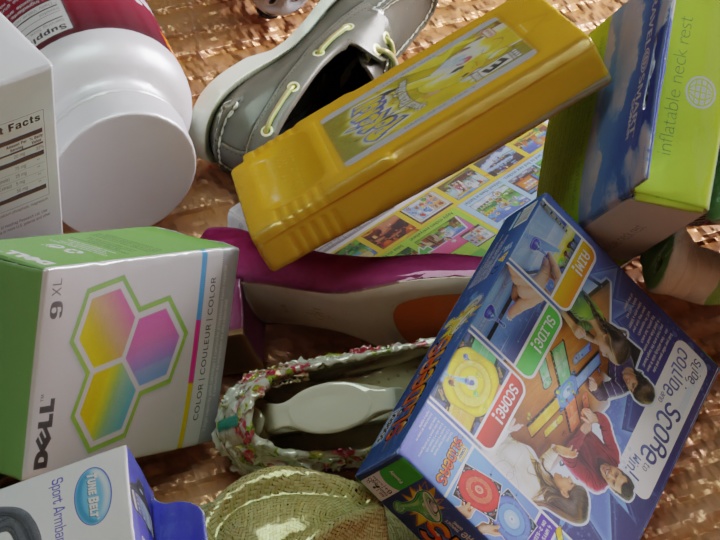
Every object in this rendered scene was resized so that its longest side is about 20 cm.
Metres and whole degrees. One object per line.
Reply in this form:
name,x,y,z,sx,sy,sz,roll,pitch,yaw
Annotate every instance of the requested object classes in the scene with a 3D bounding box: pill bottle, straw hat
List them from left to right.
pill bottle,-0.163,-0.111,1.496,0.113,0.113,0.200,-12,42,-16
straw hat,-0.032,0.138,1.214,0.200,0.085,0.201,1,39,0

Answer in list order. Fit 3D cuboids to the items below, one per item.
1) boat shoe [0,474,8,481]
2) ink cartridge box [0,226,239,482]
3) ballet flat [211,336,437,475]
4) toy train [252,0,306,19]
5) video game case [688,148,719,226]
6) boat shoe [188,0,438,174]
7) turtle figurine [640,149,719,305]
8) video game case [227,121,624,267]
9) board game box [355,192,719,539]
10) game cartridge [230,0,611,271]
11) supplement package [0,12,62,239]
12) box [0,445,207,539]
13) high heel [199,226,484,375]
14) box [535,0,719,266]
boat shoe,-0.237,0.088,1.259,0.074,0.076,0.200,-24,-3,32
ink cartridge box,-0.146,0.039,1.252,0.059,0.104,0.200,15,12,34
ballet flat,0.025,0.068,1.310,0.199,0.064,0.076,-13,82,-8
toy train,-0.074,-0.242,1.657,0.086,0.114,0.200,-12,40,-20
video game case,0.254,-0.065,1.398,0.199,0.181,0.026,-3,73,-17
boat shoe,-0.015,-0.117,1.542,0.060,0.072,0.202,28,51,29
turtle figurine,0.256,-0.020,1.358,0.194,0.200,0.144,19,-7,-17
video game case,0.057,-0.031,1.477,0.182,0.023,0.200,31,46,31
board game box,0.092,0.073,1.269,0.135,0.034,0.200,45,46,-12
game cartridge,0.025,-0.079,1.385,0.200,0.032,0.176,-28,16,0
supplement package,-0.251,-0.037,1.331,0.150,0.200,0.152,-22,44,-26
box,-0.166,0.154,1.176,0.200,0.042,0.119,-22,39,7
high heel,0.000,0.000,1.384,0.200,0.067,0.096,-13,46,17
box,0.141,-0.074,1.336,0.048,0.200,0.122,12,76,-11
